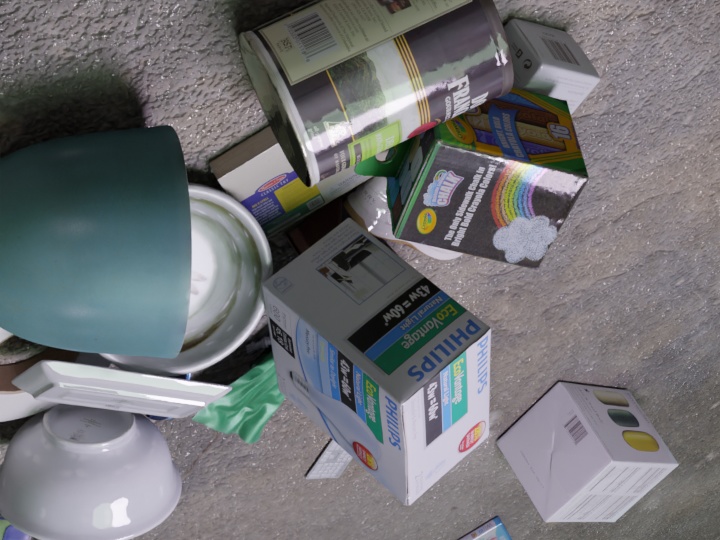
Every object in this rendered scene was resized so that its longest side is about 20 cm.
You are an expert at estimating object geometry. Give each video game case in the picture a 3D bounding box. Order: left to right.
[{"bbox_3d":[0.169,0.503,2.526,0.199,0.018,0.143,-31,149,0],"label":"video game case"}]

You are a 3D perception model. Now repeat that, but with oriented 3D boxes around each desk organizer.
[{"bbox_3d":[0.000,0.000,1.599,0.077,0.072,0.200,-36,149,5],"label":"desk organizer"}]

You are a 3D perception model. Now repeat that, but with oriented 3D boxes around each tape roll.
[{"bbox_3d":[-0.335,0.077,1.451,0.201,0.037,0.203,-22,149,-14],"label":"tape roll"}]

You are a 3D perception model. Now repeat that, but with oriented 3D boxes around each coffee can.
[{"bbox_3d":[0.013,-0.181,1.274,0.199,0.147,0.147,-26,149,-7],"label":"coffee can"}]

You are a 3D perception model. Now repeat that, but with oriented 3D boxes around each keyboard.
[{"bbox_3d":[-0.011,0.220,1.966,0.056,0.011,0.201,-3,139,-38],"label":"keyboard"}]

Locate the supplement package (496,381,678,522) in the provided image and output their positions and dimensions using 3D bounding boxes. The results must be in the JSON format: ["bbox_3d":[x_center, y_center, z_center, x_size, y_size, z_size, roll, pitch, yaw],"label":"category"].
[{"bbox_3d":[0.346,0.279,2.223,0.199,0.152,0.151,11,130,-48],"label":"supplement package"}]

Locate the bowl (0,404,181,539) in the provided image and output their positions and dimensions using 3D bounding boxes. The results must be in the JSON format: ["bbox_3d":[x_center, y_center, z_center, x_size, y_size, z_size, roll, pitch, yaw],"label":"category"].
[{"bbox_3d":[-0.287,0.193,1.542,0.200,0.201,0.091,-11,121,-30],"label":"bowl"}]

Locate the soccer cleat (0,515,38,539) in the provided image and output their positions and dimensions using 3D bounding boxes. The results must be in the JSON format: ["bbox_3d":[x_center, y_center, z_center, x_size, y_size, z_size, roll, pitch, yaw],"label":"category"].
[{"bbox_3d":[-0.438,0.340,1.738,0.083,0.065,0.201,20,134,-16],"label":"soccer cleat"}]

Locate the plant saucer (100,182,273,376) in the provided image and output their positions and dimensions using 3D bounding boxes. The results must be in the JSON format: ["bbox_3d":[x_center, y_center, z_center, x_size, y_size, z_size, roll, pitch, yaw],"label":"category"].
[{"bbox_3d":[-0.186,0.003,1.419,0.198,0.050,0.202,-9,116,-18],"label":"plant saucer"}]

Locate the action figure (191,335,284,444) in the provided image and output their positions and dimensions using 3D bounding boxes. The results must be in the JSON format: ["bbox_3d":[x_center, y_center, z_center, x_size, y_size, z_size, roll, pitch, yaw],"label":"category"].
[{"bbox_3d":[-0.098,0.107,1.684,0.200,0.055,0.118,-48,145,14],"label":"action figure"}]

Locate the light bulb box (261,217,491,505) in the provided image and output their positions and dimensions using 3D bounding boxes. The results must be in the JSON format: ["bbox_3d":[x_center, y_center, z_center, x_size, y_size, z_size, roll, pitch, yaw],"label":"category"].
[{"bbox_3d":[0.019,0.092,1.463,0.125,0.200,0.199,-38,149,-23],"label":"light bulb box"}]

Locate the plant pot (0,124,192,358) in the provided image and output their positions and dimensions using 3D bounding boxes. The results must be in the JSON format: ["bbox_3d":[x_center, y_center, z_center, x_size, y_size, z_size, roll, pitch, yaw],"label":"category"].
[{"bbox_3d":[-0.241,-0.024,1.246,0.160,0.202,0.201,-1,141,-17],"label":"plant pot"}]

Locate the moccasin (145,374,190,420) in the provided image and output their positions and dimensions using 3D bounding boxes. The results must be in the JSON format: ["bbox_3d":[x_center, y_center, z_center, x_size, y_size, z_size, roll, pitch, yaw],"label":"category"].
[{"bbox_3d":[-0.216,0.074,1.529,0.068,0.081,0.201,-6,128,-27],"label":"moccasin"}]

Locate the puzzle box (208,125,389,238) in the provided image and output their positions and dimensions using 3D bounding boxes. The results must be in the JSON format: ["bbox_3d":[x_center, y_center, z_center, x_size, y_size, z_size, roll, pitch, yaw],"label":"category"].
[{"bbox_3d":[-0.041,-0.116,1.440,0.199,0.026,0.133,-30,150,-1],"label":"puzzle box"}]

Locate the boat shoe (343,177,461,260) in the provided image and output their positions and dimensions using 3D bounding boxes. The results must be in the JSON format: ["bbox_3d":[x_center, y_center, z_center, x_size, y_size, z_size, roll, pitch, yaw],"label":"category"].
[{"bbox_3d":[0.068,-0.063,1.566,0.069,0.071,0.199,-50,148,20],"label":"boat shoe"}]

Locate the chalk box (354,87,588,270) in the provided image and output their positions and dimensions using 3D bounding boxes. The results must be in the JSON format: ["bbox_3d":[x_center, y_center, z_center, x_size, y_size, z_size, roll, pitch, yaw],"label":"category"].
[{"bbox_3d":[0.095,-0.102,1.391,0.198,0.124,0.125,13,129,-15],"label":"chalk box"}]

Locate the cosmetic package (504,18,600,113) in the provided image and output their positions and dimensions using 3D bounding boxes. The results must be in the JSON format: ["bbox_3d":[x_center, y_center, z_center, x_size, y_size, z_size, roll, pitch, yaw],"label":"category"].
[{"bbox_3d":[0.142,-0.155,1.498,0.101,0.074,0.200,5,136,-44],"label":"cosmetic package"}]

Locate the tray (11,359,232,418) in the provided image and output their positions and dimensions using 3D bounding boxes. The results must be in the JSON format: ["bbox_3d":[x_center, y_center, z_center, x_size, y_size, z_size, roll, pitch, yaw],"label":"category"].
[{"bbox_3d":[-0.238,0.122,1.453,0.199,0.022,0.107,11,161,-28],"label":"tray"}]
